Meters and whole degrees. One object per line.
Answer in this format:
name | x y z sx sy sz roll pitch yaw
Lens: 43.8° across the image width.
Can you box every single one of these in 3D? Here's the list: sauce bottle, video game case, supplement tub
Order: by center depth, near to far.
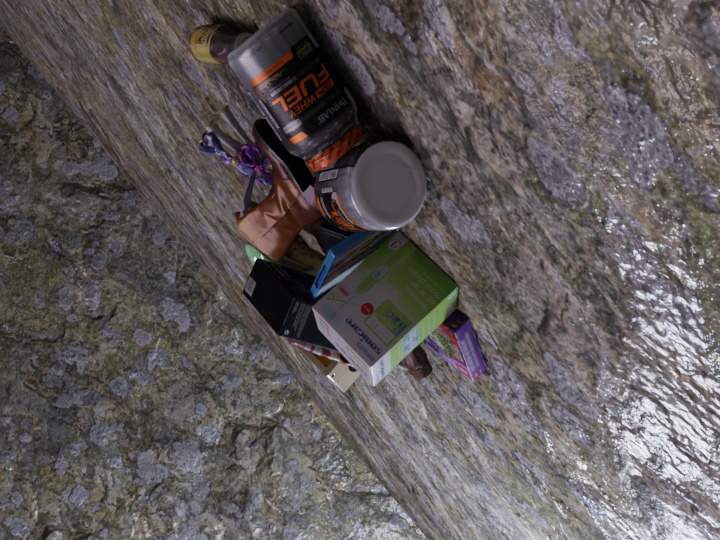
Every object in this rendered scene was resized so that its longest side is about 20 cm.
supplement tub | -0.086 -0.249 1.255 0.202 0.122 0.122 54 164 -16
supplement tub | 0.006 -0.119 1.295 0.124 0.122 0.199 53 165 -13
video game case | -0.011 -0.027 1.466 0.018 0.142 0.200 52 157 9
sauce bottle | -0.225 -0.375 1.482 0.199 0.066 0.067 21 148 57
video game case | 0.000 0.000 1.669 0.140 0.019 0.202 21 147 22

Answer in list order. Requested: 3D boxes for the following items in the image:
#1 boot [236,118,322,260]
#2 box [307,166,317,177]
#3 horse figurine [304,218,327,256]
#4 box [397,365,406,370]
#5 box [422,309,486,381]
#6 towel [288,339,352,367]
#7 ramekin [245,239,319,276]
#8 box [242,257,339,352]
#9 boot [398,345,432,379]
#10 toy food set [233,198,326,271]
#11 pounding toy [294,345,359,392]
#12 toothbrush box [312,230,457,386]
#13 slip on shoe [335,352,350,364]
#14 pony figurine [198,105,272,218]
boot | -0.152 -0.135 1.515 0.188 0.069 0.199 42 133 -10
box | -0.094 -0.230 1.484 0.136 0.038 0.202 31 155 51
horse figurine | -0.095 -0.091 1.780 0.200 0.049 0.134 47 158 27
box | 0.021 0.124 1.790 0.199 0.065 0.069 37 162 -34
box | 0.132 0.096 1.589 0.199 0.039 0.138 36 159 44
towel | -0.068 0.112 1.790 0.198 0.023 0.146 25 -138 -36
ramekin | -0.173 -0.012 2.105 0.200 0.097 0.201 46 164 17
box | -0.111 0.061 1.619 0.139 0.080 0.200 21 -170 -32
boot | 0.046 0.086 1.633 0.202 0.064 0.186 61 163 -23
toy food set | -0.161 -0.064 1.729 0.196 0.049 0.200 28 -168 -28
pounding toy | -0.037 0.141 1.960 0.199 0.185 0.142 38 173 37
toothbrush box | 0.042 0.060 1.460 0.145 0.199 0.087 43 164 23
slip on shoe | -0.011 0.084 1.657 0.062 0.072 0.204 -104 22 -61
pony figurine | -0.200 -0.197 1.635 0.199 0.167 0.194 37 -156 -9
